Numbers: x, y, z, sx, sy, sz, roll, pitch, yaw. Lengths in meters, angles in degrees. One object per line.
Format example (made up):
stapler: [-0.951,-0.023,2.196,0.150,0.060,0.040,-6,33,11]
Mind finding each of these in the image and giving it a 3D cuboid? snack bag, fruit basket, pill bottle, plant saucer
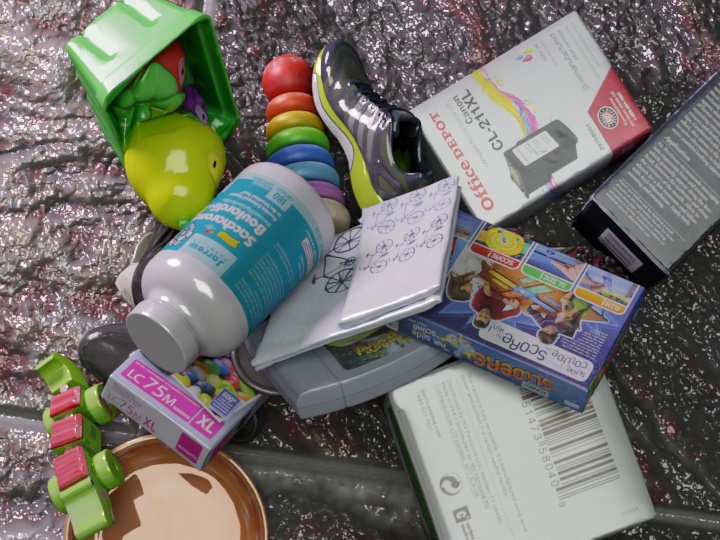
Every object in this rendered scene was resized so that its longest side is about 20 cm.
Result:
snack bag: [-0.003,0.000,1.543,0.199,0.189,0.021,-21,120,23]
fruit basket: [-0.177,-0.137,1.618,0.155,0.216,0.216,-42,84,-15]
pill bottle: [-0.120,0.001,1.521,0.111,0.111,0.200,39,58,5]
plant saucer: [-0.188,0.261,1.654,0.199,0.037,0.201,0,81,0]

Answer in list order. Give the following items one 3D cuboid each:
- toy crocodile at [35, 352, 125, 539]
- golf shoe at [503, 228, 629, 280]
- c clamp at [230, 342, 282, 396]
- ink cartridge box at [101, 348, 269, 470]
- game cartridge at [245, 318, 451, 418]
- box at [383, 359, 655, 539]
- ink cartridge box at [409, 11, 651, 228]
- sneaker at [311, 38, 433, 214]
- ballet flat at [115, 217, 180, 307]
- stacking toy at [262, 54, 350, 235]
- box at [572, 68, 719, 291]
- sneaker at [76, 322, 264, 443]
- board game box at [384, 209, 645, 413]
toy crocodile: [-0.273,0.167,1.628,0.067,0.062,0.201,-25,52,13]
golf shoe: [0.181,0.011,1.665,0.199,0.092,0.073,19,68,-27]
c clamp: [-0.048,0.044,1.625,0.199,0.027,0.172,6,60,-5]
ink cartridge box: [-0.142,0.092,1.617,0.119,0.042,0.200,35,39,8]
game cartridge: [0.008,0.059,1.561,0.199,0.041,0.133,-26,43,-17]
box: [0.143,0.175,1.600,0.199,0.171,0.200,-20,82,-2]
ink cartridge box: [0.165,-0.139,1.690,0.200,0.083,0.146,-32,83,-5]
sneaker: [0.019,-0.144,1.655,0.074,0.081,0.201,-7,67,-45]
ballet flat: [-0.192,0.002,1.635,0.068,0.200,0.068,-17,117,20]
stacking toy: [-0.066,-0.124,1.679,0.085,0.085,0.201,-9,65,-2]
box: [0.319,-0.090,1.651,0.200,0.148,0.107,-44,85,-6]
sneaker: [-0.187,0.109,1.649,0.199,0.079,0.076,24,100,4]
board game box: [0.137,0.032,1.519,0.199,0.035,0.136,24,53,17]
